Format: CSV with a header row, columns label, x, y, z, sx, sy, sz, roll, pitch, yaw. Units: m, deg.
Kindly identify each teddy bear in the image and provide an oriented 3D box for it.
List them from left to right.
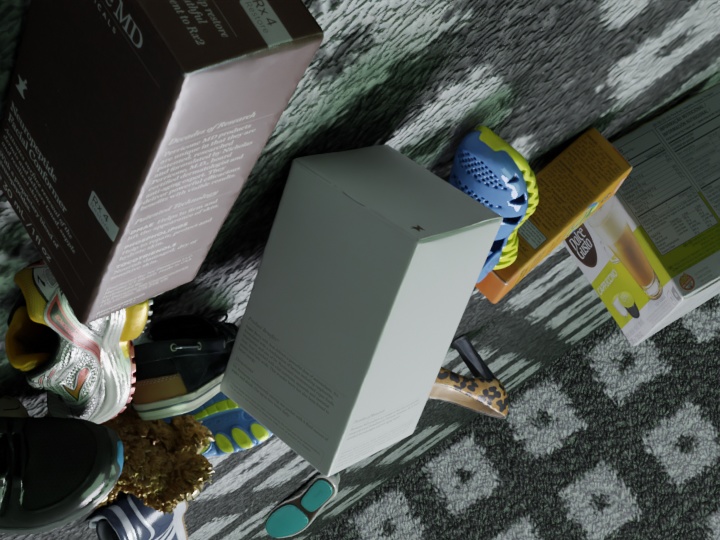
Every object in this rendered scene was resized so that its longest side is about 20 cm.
label,x,y,z,sx,sy,sz,roll,pitch,yaw
teddy bear,-0.204,0.129,0.883,0.145,0.198,0.067,-70,173,-60

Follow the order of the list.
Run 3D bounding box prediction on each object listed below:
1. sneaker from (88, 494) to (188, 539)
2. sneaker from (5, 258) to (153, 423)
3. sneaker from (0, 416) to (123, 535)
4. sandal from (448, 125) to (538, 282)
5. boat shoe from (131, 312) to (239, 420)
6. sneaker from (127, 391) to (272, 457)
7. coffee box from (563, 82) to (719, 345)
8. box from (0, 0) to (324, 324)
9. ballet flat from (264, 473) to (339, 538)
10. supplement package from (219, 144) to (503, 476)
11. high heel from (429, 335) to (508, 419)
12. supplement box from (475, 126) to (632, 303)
label,x,y,z,sx,sy,sz,roll,pitch,yaw
sneaker,-0.270,0.318,1.445,0.108,0.070,0.201,-33,159,-26
sneaker,-0.192,0.043,0.765,0.082,0.078,0.201,-18,152,-26
sneaker,-0.254,0.129,0.764,0.198,0.074,0.082,-7,154,2
sandal,0.101,-0.045,1.046,0.087,0.079,0.201,-37,152,-21
boat shoe,-0.134,0.064,0.951,0.074,0.063,0.200,-13,-174,13
sneaker,-0.152,0.130,1.001,0.198,0.072,0.083,-11,-178,13
coffee box,0.374,-0.063,1.412,0.199,0.199,0.200,-29,166,-14
box,-0.100,-0.070,0.529,0.075,0.101,0.200,-23,161,-36
ballet flat,-0.103,0.441,2.250,0.200,0.070,0.069,-44,163,30
supplement package,-0.001,0.026,0.883,0.119,0.121,0.201,-16,133,-52
high heel,0.127,0.207,1.834,0.199,0.143,0.072,-31,165,-14
supplement box,0.191,-0.058,1.232,0.200,0.069,0.067,-43,169,-18
